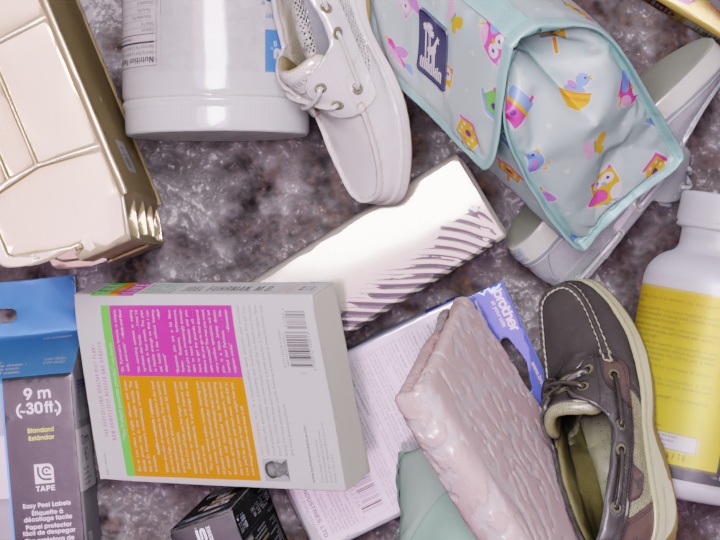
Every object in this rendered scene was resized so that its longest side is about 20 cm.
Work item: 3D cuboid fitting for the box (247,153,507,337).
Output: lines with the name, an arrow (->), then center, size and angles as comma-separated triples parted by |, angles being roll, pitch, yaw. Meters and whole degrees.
box -> 0.000, 0.000, 1.447 | 0.199, 0.082, 0.069 | -32, 90, 4

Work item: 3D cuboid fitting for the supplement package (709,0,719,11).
supplement package -> 0.325, -0.177, 1.363 | 0.200, 0.120, 0.122 | 34, 91, -34

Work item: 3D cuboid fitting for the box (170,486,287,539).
box -> -0.066, 0.226, 1.391 | 0.043, 0.200, 0.161 | -20, 90, 3

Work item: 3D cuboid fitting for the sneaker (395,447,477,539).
sneaker -> 0.045, 0.189, 1.429 | 0.073, 0.201, 0.119 | 4, 55, -25

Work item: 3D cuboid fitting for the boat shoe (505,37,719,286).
boat shoe -> 0.187, -0.069, 1.450 | 0.071, 0.070, 0.201 | 42, 91, -18

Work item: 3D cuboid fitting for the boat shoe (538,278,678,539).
boat shoe -> 0.150, 0.094, 1.375 | 0.072, 0.066, 0.202 | -35, 58, 40

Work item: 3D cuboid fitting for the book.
book -> -0.096, 0.074, 1.403 | 0.199, 0.048, 0.135 | 1, 109, 34

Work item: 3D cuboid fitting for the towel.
towel -> 0.095, 0.128, 1.350 | 0.032, 0.191, 0.201 | -31, 100, 18

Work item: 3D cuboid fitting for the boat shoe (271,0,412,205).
boat shoe -> -0.025, -0.131, 1.362 | 0.069, 0.071, 0.201 | -25, 102, -39

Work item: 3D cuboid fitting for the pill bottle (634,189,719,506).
pill bottle -> 0.238, 0.052, 1.418 | 0.111, 0.112, 0.202 | 10, 91, 3

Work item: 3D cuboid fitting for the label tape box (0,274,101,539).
label tape box -> -0.262, 0.110, 1.468 | 0.142, 0.066, 0.202 | -5, 92, 3

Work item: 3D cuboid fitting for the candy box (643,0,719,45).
candy box -> 0.217, -0.240, 1.446 | 0.199, 0.056, 0.117 | 31, 93, 4

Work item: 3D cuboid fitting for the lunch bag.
lunch bag -> 0.094, -0.132, 1.354 | 0.122, 0.200, 0.170 | -43, 48, 3

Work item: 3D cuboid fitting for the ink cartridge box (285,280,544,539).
ink cartridge box -> 0.033, 0.100, 1.465 | 0.199, 0.042, 0.120 | -26, 91, 6

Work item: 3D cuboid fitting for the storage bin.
storage bin -> -0.211, -0.096, 1.397 | 0.093, 0.200, 0.200 | -22, 89, 1

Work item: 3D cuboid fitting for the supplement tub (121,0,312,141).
supplement tub -> -0.097, -0.190, 1.425 | 0.131, 0.132, 0.202 | -1, 90, 3
